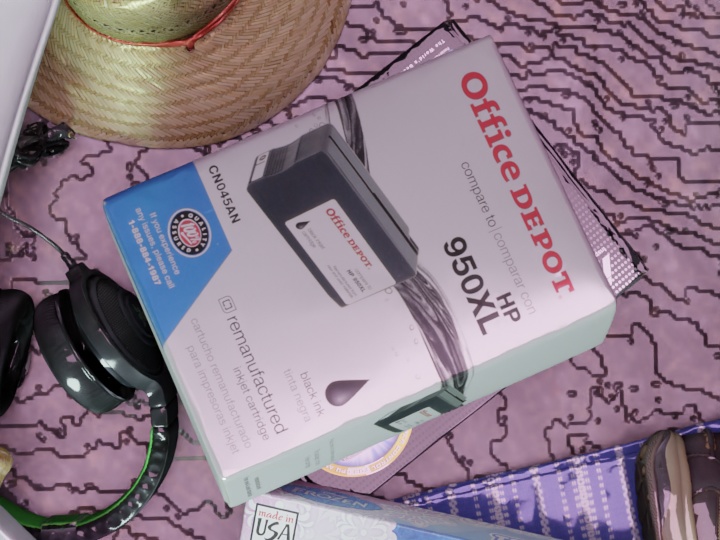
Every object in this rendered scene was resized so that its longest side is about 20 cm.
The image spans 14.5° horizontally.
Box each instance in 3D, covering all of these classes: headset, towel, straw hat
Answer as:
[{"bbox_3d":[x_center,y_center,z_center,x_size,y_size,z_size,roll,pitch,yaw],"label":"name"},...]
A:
[{"bbox_3d":[-0.152,0.031,1.370,0.123,0.094,0.201,-5,101,10],"label":"headset"},{"bbox_3d":[0.113,0.162,1.398,0.199,0.024,0.146,-13,91,-1],"label":"towel"},{"bbox_3d":[-0.100,-0.153,1.363,0.200,0.085,0.202,0,88,-2],"label":"straw hat"}]

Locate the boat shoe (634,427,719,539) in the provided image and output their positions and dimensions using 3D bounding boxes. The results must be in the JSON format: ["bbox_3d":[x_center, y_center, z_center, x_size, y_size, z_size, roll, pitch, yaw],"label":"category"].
[{"bbox_3d":[0.182,0.173,1.352,0.073,0.074,0.201,-9,93,-1],"label":"boat shoe"}]

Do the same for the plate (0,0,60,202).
[{"bbox_3d":[-0.236,-0.075,1.349,0.199,0.032,0.201,14,89,29],"label":"plate"}]

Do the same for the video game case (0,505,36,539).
[{"bbox_3d":[-0.188,0.218,1.353,0.200,0.023,0.182,44,106,0],"label":"video game case"}]

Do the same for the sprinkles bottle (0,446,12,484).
[{"bbox_3d":[-0.221,0.166,1.274,0.068,0.068,0.201,19,82,-2],"label":"sprinkles bottle"}]

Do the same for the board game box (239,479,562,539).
[{"bbox_3d":[0.029,0.216,1.340,0.199,0.043,0.200,11,99,12],"label":"board game box"}]

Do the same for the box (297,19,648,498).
[{"bbox_3d":[0.015,0.000,1.384,0.200,0.044,0.160,-38,90,-2],"label":"box"}]

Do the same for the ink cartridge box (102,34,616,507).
[{"bbox_3d":[0.000,0.000,1.306,0.199,0.084,0.145,-24,79,-5],"label":"ink cartridge box"}]
